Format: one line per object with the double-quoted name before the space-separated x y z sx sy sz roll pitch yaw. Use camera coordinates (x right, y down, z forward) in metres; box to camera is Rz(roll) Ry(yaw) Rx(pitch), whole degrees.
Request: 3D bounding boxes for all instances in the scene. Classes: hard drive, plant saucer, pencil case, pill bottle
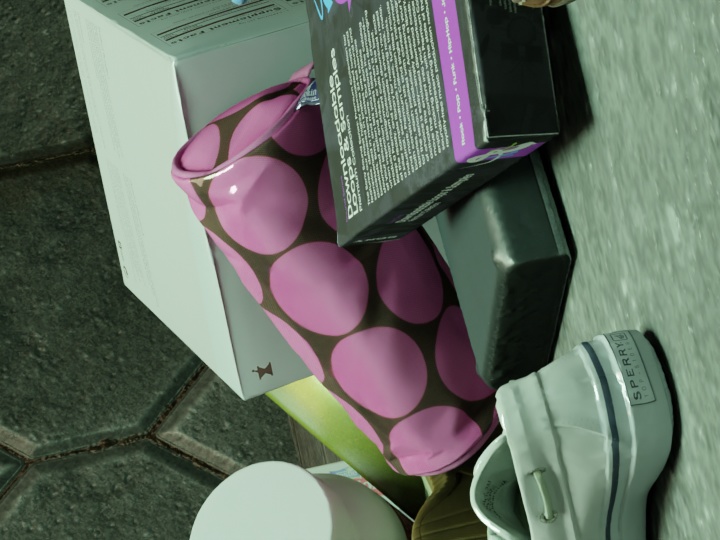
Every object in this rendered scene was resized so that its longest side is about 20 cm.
"hard drive" 0.049 -0.063 0.949 0.140 0.033 0.201 91 166 -65
"plant saucer" -0.002 0.098 1.224 0.200 0.031 0.200 40 175 4
"pencil case" 0.000 0.000 1.018 0.091 0.094 0.200 -13 118 45
"pill bottle" -0.009 0.177 1.140 0.200 0.112 0.112 45 -156 -53

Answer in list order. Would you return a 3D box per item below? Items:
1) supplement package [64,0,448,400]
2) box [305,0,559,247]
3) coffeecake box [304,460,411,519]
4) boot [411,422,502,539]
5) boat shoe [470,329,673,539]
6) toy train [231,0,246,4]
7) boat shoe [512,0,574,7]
"supplement package" -0.052 -0.067 1.150 0.200 0.147 0.192 36 140 60
"box" 0.022 -0.099 0.865 0.200 0.036 0.144 150 114 -69
"coffeecake box" 0.009 0.223 1.329 0.073 0.153 0.201 97 160 -71
"boot" 0.069 0.177 1.047 0.200 0.072 0.155 -96 -3 -74
"boat shoe" 0.074 0.082 0.819 0.200 0.067 0.074 87 170 -57
"toy train" -0.044 -0.208 0.940 0.114 0.086 0.200 -66 4 -37
"boat shoe" 0.038 -0.167 0.626 0.076 0.072 0.201 -109 9 -52
